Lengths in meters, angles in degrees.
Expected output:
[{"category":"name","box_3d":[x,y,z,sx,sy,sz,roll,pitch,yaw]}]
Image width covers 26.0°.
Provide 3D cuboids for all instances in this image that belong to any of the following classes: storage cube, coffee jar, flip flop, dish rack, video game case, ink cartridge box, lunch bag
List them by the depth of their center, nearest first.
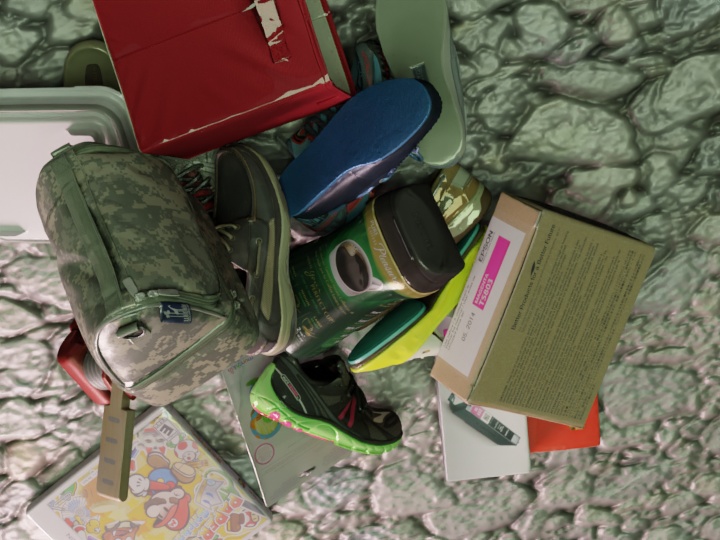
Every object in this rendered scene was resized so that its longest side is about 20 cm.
[{"category":"lunch bag","box_3d":[-0.195,-0.001,1.349,0.139,0.201,0.168,-32,150,9]},{"category":"storage cube","box_3d":[-0.119,-0.208,1.393,0.178,0.200,0.173,-19,90,7]},{"category":"dish rack","box_3d":[-0.293,-0.090,1.475,0.198,0.044,0.173,2,129,19]},{"category":"coffee jar","box_3d":[0.000,0.000,1.485,0.199,0.085,0.105,-29,82,31]},{"category":"flip flop","box_3d":[-0.249,-0.121,1.507,0.080,0.058,0.202,-3,111,-2]},{"category":"ink cartridge box","box_3d":[0.180,0.041,1.538,0.164,0.075,0.202,16,100,-35]},{"category":"ink cartridge box","box_3d":[0.165,0.116,1.629,0.171,0.044,0.202,-6,111,1]},{"category":"video game case","box_3d":[-0.226,0.261,1.673,0.199,0.023,0.182,-38,108,11]}]

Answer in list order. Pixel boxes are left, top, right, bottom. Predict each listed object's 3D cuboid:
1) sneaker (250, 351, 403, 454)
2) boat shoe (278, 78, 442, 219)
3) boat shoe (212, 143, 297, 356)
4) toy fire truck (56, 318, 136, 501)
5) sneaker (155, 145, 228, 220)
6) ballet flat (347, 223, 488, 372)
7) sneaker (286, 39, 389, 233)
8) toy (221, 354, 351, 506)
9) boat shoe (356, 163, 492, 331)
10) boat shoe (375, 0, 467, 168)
[{"category":"sneaker","box_3d":[-0.021,0.132,1.580,0.199,0.076,0.085,25,86,-44]},{"category":"boat shoe","box_3d":[0.004,-0.116,1.438,0.199,0.068,0.085,-29,68,37]},{"category":"boat shoe","box_3d":[-0.110,-0.019,1.452,0.074,0.073,0.202,-13,87,46]},{"category":"toy fire truck","box_3d":[-0.228,0.106,1.496,0.129,0.175,0.200,50,58,-19]},{"category":"sneaker","box_3d":[-0.142,-0.059,1.524,0.077,0.082,0.201,-25,110,6]},{"category":"ballet flat","box_3d":[0.075,0.042,1.547,0.067,0.067,0.200,45,83,-17]},{"category":"sneaker","box_3d":[-0.023,-0.126,1.507,0.094,0.079,0.202,9,110,-4]},{"category":"toy","box_3d":[-0.086,0.127,1.606,0.115,0.047,0.202,-29,121,-26]},{"category":"boat shoe","box_3d":[0.037,-0.030,1.552,0.076,0.072,0.200,41,97,-18]},{"category":"boat shoe","box_3d":[0.060,-0.194,1.487,0.069,0.071,0.203,-11,86,7]}]
